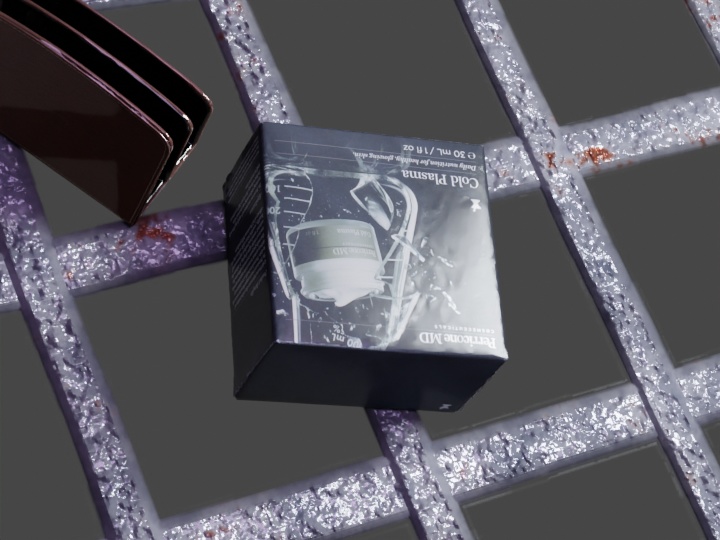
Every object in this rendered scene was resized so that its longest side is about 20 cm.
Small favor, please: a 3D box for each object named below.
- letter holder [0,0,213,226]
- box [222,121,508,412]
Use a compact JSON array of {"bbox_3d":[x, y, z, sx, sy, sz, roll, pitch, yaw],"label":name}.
[{"bbox_3d":[-0.222,-0.158,1.579,0.200,0.142,0.101,35,57,0],"label":"letter holder"},{"bbox_3d":[0.000,0.000,1.597,0.199,0.124,0.198,4,64,-19],"label":"box"}]
